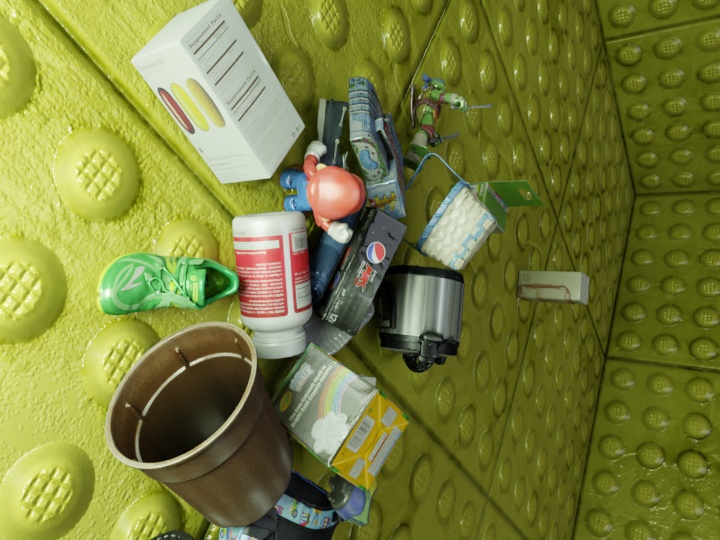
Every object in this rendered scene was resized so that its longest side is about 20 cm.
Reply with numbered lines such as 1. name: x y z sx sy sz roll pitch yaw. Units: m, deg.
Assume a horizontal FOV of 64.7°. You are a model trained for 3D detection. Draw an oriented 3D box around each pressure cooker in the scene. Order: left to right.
1. pressure cooker: 0.122 0.101 1.145 0.174 0.174 0.208 14 80 -55

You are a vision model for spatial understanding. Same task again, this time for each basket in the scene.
1. basket: 0.159 -0.106 1.135 0.178 0.199 0.139 -51 170 12

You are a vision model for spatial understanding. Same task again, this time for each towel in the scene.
1. towel: -0.051 -0.039 0.965 0.047 0.112 0.204 26 65 -2

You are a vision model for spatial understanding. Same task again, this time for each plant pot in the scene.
1. plant pot: -0.187 0.211 0.733 0.202 0.194 0.202 -56 141 -35

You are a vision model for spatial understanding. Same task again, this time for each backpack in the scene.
1. backpack: -0.134 0.387 0.843 0.201 0.131 0.187 52 53 -41

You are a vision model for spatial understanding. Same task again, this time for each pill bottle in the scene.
1. pill bottle: -0.129 0.019 0.850 0.111 0.109 0.208 -14 103 -52

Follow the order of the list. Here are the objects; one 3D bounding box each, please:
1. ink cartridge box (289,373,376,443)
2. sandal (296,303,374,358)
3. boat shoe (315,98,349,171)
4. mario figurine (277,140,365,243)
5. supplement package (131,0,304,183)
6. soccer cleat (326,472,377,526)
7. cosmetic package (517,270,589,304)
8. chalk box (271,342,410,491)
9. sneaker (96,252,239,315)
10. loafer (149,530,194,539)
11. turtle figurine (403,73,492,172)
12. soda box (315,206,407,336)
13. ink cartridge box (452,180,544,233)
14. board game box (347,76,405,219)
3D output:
1. ink cartridge box: -0.034 0.247 1.028 0.197 0.066 0.121 14 80 -53
2. sandal: -0.051 0.106 1.006 0.199 0.050 0.084 -25 75 -38
3. boat shoe: -0.049 -0.190 0.975 0.075 0.059 0.209 130 -37 -80
4. mario figurine: -0.049 -0.119 0.868 0.107 0.198 0.124 -50 120 -14
5. supplement package: -0.183 -0.234 0.762 0.202 0.111 0.111 56 49 -37
6. soccer cleat: -0.003 0.317 0.924 0.084 0.064 0.202 47 27 -18
7. cosmetic package: 0.601 0.053 1.776 0.102 0.195 0.091 17 77 -51
8. chalk box: -0.047 0.208 0.858 0.126 0.197 0.124 -53 136 -12
9. sneaker: -0.238 0.013 0.724 0.197 0.081 0.077 -10 101 -52
10. loafer: -0.282 0.420 0.706 0.200 0.071 0.073 -44 131 -33
11. turtle figurine: 0.178 -0.304 1.222 0.199 0.142 0.198 40 67 -33
12. soda box: 0.000 0.000 0.953 0.069 0.063 0.205 27 88 -20
13. ink cartridge box: 0.334 -0.154 1.401 0.146 0.195 0.079 30 69 -48
14. board game box: 0.035 -0.201 1.009 0.202 0.059 0.206 62 20 -53
